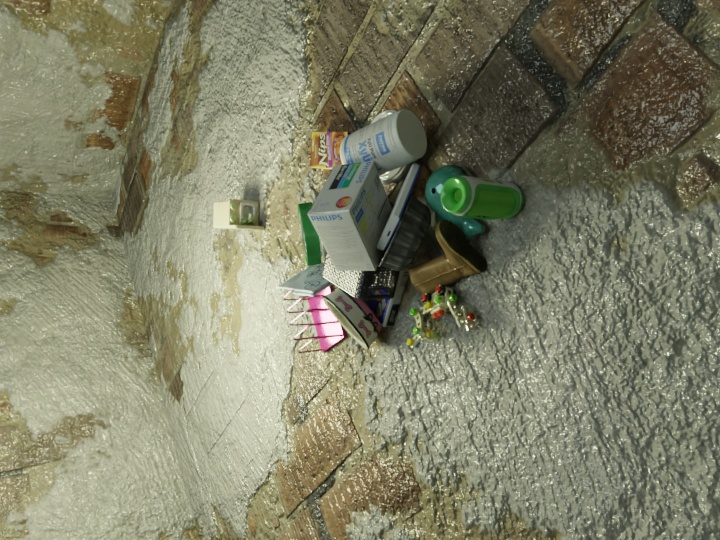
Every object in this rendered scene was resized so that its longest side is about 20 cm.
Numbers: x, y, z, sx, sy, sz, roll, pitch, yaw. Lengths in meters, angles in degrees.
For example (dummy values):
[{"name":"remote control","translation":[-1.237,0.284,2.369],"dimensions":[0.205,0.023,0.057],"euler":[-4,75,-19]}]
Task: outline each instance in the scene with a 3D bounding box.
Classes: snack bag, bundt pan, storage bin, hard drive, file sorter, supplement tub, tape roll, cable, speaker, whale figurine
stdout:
[{"name":"snack bag","translation":[-0.143,0.025,1.851],"dimensions":[0.199,0.188,0.022],"euler":[4,121,46]},{"name":"bundt pan","translation":[0.118,-0.085,1.495],"dimensions":[0.202,0.075,0.203],"euler":[-155,90,-90]},{"name":"storage bin","translation":[0.000,0.000,1.637],"dimensions":[0.199,0.134,0.095],"euler":[29,113,47]},{"name":"hard drive","translation":[0.098,-0.162,1.499],"dimensions":[0.132,0.025,0.201],"euler":[115,179,-51]},{"name":"file sorter","translation":[-0.156,0.152,1.917],"dimensions":[0.139,0.125,0.202],"euler":[-40,60,44]},{"name":"supplement tub","translation":[0.056,-0.319,1.528],"dimensions":[0.199,0.131,0.133],"euler":[-16,78,42]},{"name":"tape roll","translation":[-0.165,-0.118,1.911],"dimensions":[0.200,0.048,0.203],"euler":[170,90,-83]},{"name":"cable","translation":[0.085,-0.339,1.646],"dimensions":[0.200,0.069,0.202],"euler":[38,119,44]},{"name":"speaker","translation":[0.271,-0.159,1.303],"dimensions":[0.088,0.199,0.089],"euler":[1,91,52]},{"name":"whale figurine","translation":[0.226,-0.161,1.439],"dimensions":[0.159,0.103,0.202],"euler":[-41,60,44]}]

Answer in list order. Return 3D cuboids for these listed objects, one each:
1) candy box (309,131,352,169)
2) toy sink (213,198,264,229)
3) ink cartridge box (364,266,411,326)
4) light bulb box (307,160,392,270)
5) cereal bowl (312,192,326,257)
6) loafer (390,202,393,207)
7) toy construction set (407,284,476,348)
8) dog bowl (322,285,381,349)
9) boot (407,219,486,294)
[{"name":"candy box","translation":[-0.084,-0.377,1.872],"dimensions":[0.199,0.056,0.118],"euler":[16,104,52]},{"name":"toy sink","translation":[-0.475,-0.218,2.318],"dimensions":[0.199,0.129,0.113],"euler":[6,95,53]},{"name":"ink cartridge box","translation":[0.049,0.029,1.720],"dimensions":[0.200,0.047,0.199],"euler":[40,122,47]},{"name":"light bulb box","translation":[-0.015,-0.137,1.513],"dimensions":[0.124,0.199,0.201],"euler":[-1,135,27]},{"name":"cereal bowl","translation":[-0.095,-0.145,1.839],"dimensions":[0.200,0.082,0.202],"euler":[172,90,-82]},{"name":"loafer","translation":[0.096,-0.137,1.656],"dimensions":[0.072,0.063,0.201],"euler":[-39,60,9]},{"name":"toy construction set","translation":[0.198,0.116,1.489],"dimensions":[0.199,0.092,0.132],"euler":[-22,51,43]},{"name":"dog bowl","translation":[-0.019,0.130,1.710],"dimensions":[0.074,0.201,0.200],"euler":[-41,44,-10]},{"name":"boot","translation":[0.187,-0.022,1.463],"dimensions":[0.175,0.066,0.199],"euler":[47,140,-15]}]
